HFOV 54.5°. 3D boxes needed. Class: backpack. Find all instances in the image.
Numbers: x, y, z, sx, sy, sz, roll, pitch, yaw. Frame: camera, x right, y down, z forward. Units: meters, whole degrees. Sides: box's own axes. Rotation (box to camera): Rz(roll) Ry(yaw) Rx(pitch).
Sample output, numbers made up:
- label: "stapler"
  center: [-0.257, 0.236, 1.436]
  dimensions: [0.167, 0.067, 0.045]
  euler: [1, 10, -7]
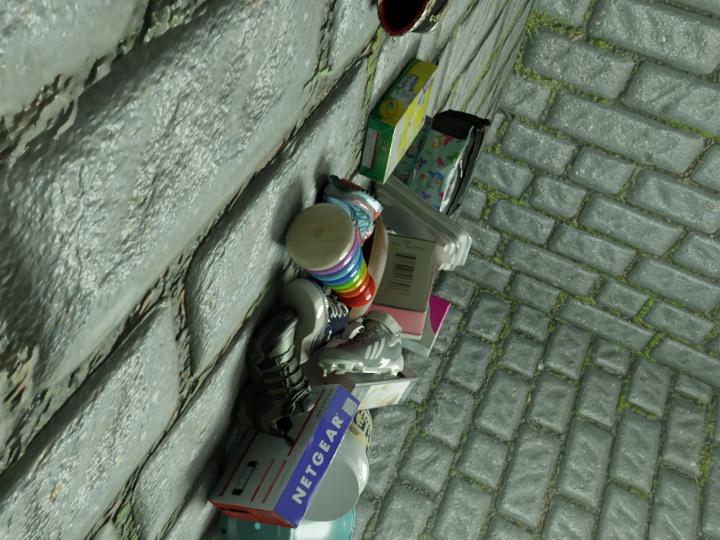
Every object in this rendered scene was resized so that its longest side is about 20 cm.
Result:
- label: "backpack"
  center: [0.138, -0.190, 1.281]
  dimensions: [0.178, 0.150, 0.200]
  euler: [-45, 148, -65]

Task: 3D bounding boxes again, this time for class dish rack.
- label: "dish rack"
  center: [0.097, -0.076, 1.223]
  dimensions: [0.044, 0.200, 0.172]
  euler: [-49, 167, -14]

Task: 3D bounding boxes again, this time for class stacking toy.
- label: "stacking toy"
  center: [-0.022, -0.006, 0.902]
  dimensions: [0.086, 0.085, 0.200]
  euler: [-64, 155, -14]

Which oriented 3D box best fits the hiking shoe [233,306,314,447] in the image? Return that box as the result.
- label: "hiking shoe"
  center: [-0.098, 0.139, 0.926]
  dimensions: [0.076, 0.101, 0.200]
  euler: [-49, 160, -57]

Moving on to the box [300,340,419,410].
- label: "box"
  center: [-0.004, 0.171, 1.162]
  dimensions: [0.200, 0.117, 0.060]
  euler: [9, 116, -55]

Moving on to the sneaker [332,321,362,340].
- label: "sneaker"
  center: [-0.029, 0.126, 1.306]
  dimensions: [0.074, 0.116, 0.200]
  euler: [-38, 152, -14]

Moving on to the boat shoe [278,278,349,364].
- label: "boat shoe"
  center: [-0.058, 0.053, 0.962]
  dimensions: [0.093, 0.075, 0.200]
  euler: [-34, 164, -27]

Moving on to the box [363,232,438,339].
- label: "box"
  center: [0.068, 0.032, 1.220]
  dimensions: [0.200, 0.109, 0.128]
  euler: [83, 18, -72]

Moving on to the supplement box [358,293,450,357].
- label: "supplement box"
  center: [0.063, 0.078, 1.364]
  dimensions: [0.101, 0.200, 0.103]
  euler: [-63, 170, -15]

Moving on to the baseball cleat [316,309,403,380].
- label: "baseball cleat"
  center: [0.000, 0.109, 1.053]
  dimensions: [0.200, 0.070, 0.107]
  euler: [20, 68, -58]

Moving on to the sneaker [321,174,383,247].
- label: "sneaker"
  center: [-0.023, -0.053, 0.948]
  dimensions: [0.096, 0.079, 0.200]
  euler: [-61, 169, -17]

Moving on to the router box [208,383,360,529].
- label: "router box"
  center: [-0.112, 0.263, 1.013]
  dimensions: [0.179, 0.049, 0.200]
  euler: [-14, -142, 50]

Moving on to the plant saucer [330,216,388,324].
- label: "plant saucer"
  center: [0.000, 0.000, 1.096]
  dimensions: [0.200, 0.037, 0.201]
  euler: [-163, -90, -75]

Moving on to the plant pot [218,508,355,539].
- label: "plant pot"
  center: [-0.134, 0.424, 1.187]
  dimensions: [0.200, 0.200, 0.188]
  euler: [-66, 156, -2]

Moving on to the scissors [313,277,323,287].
- label: "scissors"
  center: [-0.053, -0.013, 1.084]
  dimensions: [0.073, 0.014, 0.200]
  euler: [25, 88, -78]

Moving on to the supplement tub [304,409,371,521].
- label: "supplement tub"
  center: [-0.056, 0.294, 1.139]
  dimensions: [0.200, 0.145, 0.145]
  euler: [-81, -169, -72]

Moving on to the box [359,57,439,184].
- label: "box"
  center: [0.064, -0.240, 1.077]
  dimensions: [0.200, 0.048, 0.117]
  euler: [-56, 166, -38]

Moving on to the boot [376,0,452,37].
- label: "boot"
  center: [0.084, -0.366, 0.810]
  dimensions: [0.200, 0.073, 0.151]
  euler: [-66, 172, 31]
